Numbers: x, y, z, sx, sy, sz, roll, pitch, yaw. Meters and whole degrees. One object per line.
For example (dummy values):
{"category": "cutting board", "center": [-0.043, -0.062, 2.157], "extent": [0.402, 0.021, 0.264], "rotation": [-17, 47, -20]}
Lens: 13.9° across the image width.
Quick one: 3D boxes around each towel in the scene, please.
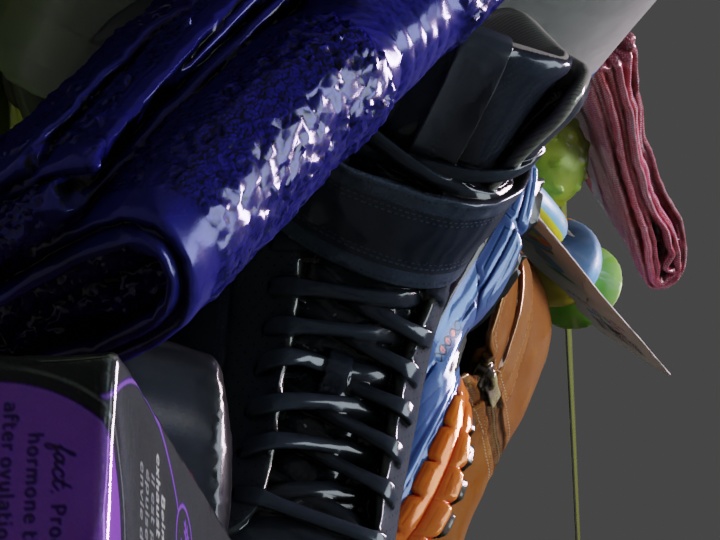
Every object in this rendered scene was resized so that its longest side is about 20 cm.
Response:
{"category": "towel", "center": [-0.031, -0.043, 0.612], "extent": [0.050, 0.148, 0.200], "rotation": [51, 49, -10]}
{"category": "towel", "center": [0.064, -0.103, 1.106], "extent": [0.144, 0.023, 0.200], "rotation": [67, -4, -55]}

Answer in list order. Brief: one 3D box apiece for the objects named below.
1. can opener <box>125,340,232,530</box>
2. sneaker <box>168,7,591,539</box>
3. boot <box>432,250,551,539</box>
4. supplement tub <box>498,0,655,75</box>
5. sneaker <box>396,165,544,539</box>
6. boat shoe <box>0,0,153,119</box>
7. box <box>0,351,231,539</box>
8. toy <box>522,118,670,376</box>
{"category": "can opener", "center": [-0.080, 0.109, 0.668], "extent": [0.063, 0.078, 0.201], "rotation": [86, 13, -82]}
{"category": "sneaker", "center": [-0.003, 0.012, 0.738], "extent": [0.146, 0.077, 0.203], "rotation": [-52, -152, 37]}
{"category": "boot", "center": [0.010, 0.079, 1.034], "extent": [0.200, 0.077, 0.155], "rotation": [-56, 168, -10]}
{"category": "supplement tub", "center": [0.056, -0.144, 0.848], "extent": [0.200, 0.132, 0.132], "rotation": [-49, -158, 39]}
{"category": "sneaker", "center": [0.000, 0.000, 0.894], "extent": [0.078, 0.075, 0.201], "rotation": [30, 53, -26]}
{"category": "boat shoe", "center": [-0.069, -0.063, 0.778], "extent": [0.067, 0.073, 0.200], "rotation": [-61, 172, -3]}
{"category": "box", "center": [-0.076, 0.101, 0.524], "extent": [0.200, 0.106, 0.123], "rotation": [69, 21, -67]}
{"category": "toy", "center": [0.051, -0.043, 1.071], "extent": [0.047, 0.115, 0.200], "rotation": [-47, 143, -8]}
